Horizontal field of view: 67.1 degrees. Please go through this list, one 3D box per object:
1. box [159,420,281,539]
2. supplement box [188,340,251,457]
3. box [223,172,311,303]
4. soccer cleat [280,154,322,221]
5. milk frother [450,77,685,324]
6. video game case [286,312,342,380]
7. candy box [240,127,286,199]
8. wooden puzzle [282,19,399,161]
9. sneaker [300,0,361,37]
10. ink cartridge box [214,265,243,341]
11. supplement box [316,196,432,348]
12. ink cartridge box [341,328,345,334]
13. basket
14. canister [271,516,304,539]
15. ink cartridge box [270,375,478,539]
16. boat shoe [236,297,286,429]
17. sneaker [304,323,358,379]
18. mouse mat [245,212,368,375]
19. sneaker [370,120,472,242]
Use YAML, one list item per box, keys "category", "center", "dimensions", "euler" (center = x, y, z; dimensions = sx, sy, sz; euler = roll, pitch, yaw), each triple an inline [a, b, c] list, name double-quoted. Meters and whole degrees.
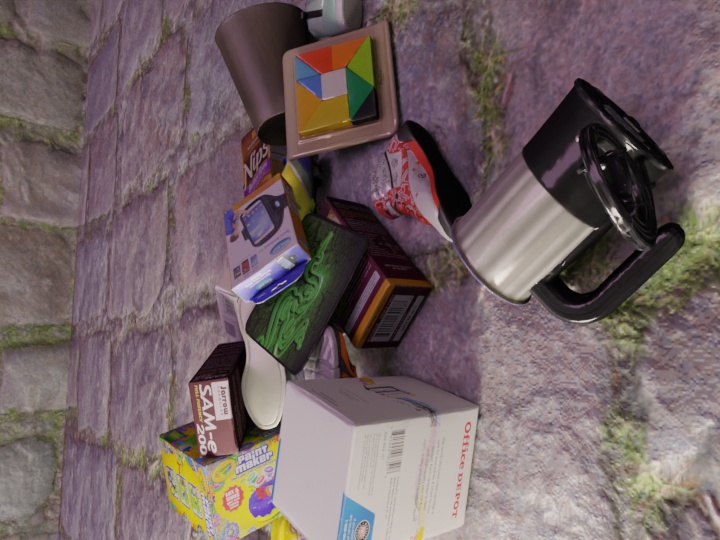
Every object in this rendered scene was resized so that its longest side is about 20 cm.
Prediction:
- category: "box"
  center: [-0.187, 0.306, 0.866]
  dimensions: [0.190, 0.196, 0.127]
  euler: [-2, 98, 51]
- category: "supplement box"
  center: [-0.204, 0.188, 0.834]
  dimensions: [0.200, 0.059, 0.113]
  euler: [-116, 19, -82]
- category: "box"
  center: [-0.141, -0.046, 0.801]
  dimensions: [0.117, 0.042, 0.203]
  euler: [-33, 42, 11]
- category: "soccer cleat"
  center: [-0.107, -0.111, 0.901]
  dimensions: [0.081, 0.065, 0.206]
  euler: [-4, 59, 7]
- category: "milk frother"
  center: [0.171, -0.048, 0.489]
  dimensions: [0.189, 0.196, 0.183]
  euler: [-51, 54, 33]
- category: "video game case"
  center: [-0.098, 0.107, 0.823]
  dimensions: [0.144, 0.019, 0.204]
  euler: [53, 129, 39]
- category: "candy box"
  center: [-0.181, -0.180, 1.050]
  dimensions: [0.115, 0.055, 0.207]
  euler: [-23, 67, 48]
- category: "wooden puzzle"
  center: [-0.039, -0.282, 0.845]
  dimensions: [0.194, 0.037, 0.192]
  euler: [-10, 77, 21]
- category: "sneaker"
  center: [-0.050, -0.497, 0.908]
  dimensions: [0.116, 0.072, 0.208]
  euler: [8, 94, 44]
- category: "ink cartridge box"
  center: [-0.174, -0.001, 0.930]
  dimensions: [0.203, 0.049, 0.163]
  euler: [-61, -9, -31]
- category: "supplement box"
  center: [0.000, 0.000, 0.779]
  dimensions: [0.201, 0.084, 0.112]
  euler: [54, 126, 39]
- category: "ink cartridge box"
  center: [-0.116, 0.109, 0.923]
  dimensions: [0.200, 0.065, 0.118]
  euler: [-47, 52, 36]
- category: "basket"
  center: [-0.155, -0.343, 0.972]
  dimensions: [0.136, 0.174, 0.206]
  euler: [99, 156, -75]
- category: "canister"
  center: [-0.043, 0.431, 0.779]
  dimensions: [0.197, 0.085, 0.154]
  euler: [-9, 79, 48]
- category: "ink cartridge box"
  center: [0.019, 0.218, 0.640]
  dimensions: [0.143, 0.195, 0.153]
  euler: [12, 95, 52]
- category: "boat shoe"
  center: [-0.146, 0.131, 0.824]
  dimensions: [0.071, 0.060, 0.207]
  euler: [-13, 82, 8]
- category: "sneaker"
  center: [-0.012, 0.162, 0.747]
  dimensions: [0.077, 0.109, 0.207]
  euler: [20, 117, 51]
- category: "mouse mat"
  center: [-0.079, 0.023, 0.748]
  dimensions: [0.159, 0.007, 0.204]
  euler: [25, 86, 47]
- category: "sneaker"
  center: [0.075, -0.090, 0.715]
  dimensions: [0.108, 0.066, 0.206]
  euler: [-49, 47, 36]
